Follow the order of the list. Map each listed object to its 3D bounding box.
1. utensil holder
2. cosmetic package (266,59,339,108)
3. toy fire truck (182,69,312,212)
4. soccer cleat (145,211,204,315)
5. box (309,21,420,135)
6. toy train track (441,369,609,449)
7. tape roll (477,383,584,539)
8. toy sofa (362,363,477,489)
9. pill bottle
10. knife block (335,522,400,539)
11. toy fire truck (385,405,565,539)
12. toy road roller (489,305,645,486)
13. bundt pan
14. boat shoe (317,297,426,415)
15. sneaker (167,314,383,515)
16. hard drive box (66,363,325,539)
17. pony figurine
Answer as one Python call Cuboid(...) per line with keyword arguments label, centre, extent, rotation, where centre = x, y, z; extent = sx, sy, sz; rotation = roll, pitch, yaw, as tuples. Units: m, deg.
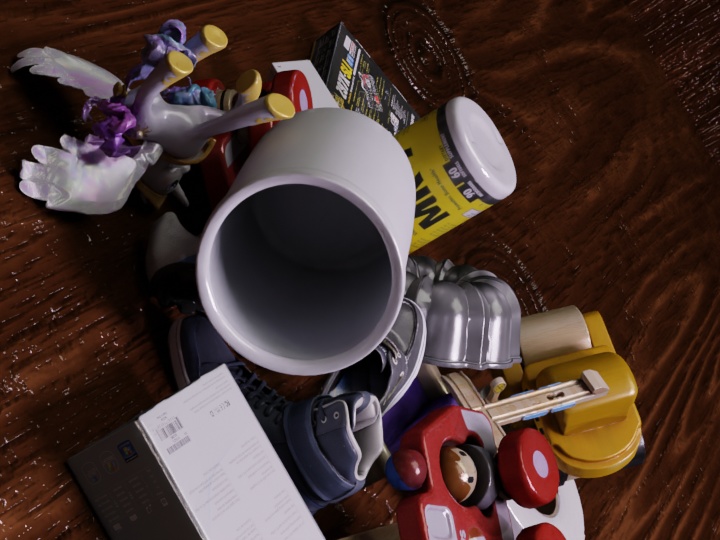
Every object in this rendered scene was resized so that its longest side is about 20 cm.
Cuboid(label="utensil holder", centre=(-0.039, -0.033, 1.446), extent=(0.171, 0.169, 0.200), rotation=(53, 18, -15))
Cuboid(label="cosmetic package", centre=(-0.038, -0.113, 1.725), extent=(0.050, 0.083, 0.201), rotation=(-10, 51, -28))
Cuboid(label="toy fire truck", centre=(-0.104, -0.091, 1.640), extent=(0.200, 0.111, 0.170), rotation=(-61, 144, -64))
Cuboid(label="soccer cleat", centre=(-0.111, 0.012, 1.529), extent=(0.199, 0.069, 0.087), rotation=(34, 35, -44))
Cuboid(label="box", centre=(-0.001, -0.169, 1.971), extent=(0.160, 0.049, 0.201), rotation=(46, 28, -24))
Cuboid(label="toy train track", centre=(0.150, 0.120, 1.609), extent=(0.198, 0.033, 0.115), rotation=(-12, 51, -29))
Cuboid(label="tape roll", centre=(0.153, 0.223, 1.813), extent=(0.202, 0.070, 0.204), rotation=(45, 28, -32))
Cuboid(label="toy sofa", centre=(0.034, 0.130, 1.651), extent=(0.083, 0.097, 0.200), rotation=(59, 25, -2))
Cuboid(label="pill bottle", centre=(0.051, -0.083, 1.793), extent=(0.114, 0.199, 0.115), rotation=(44, 28, -31))
Cuboid(label="knife block", centre=(0.015, 0.253, 1.521), extent=(0.200, 0.064, 0.177), rotation=(46, 27, -28))
Cuboid(label="toy fire truck", centre=(0.087, 0.211, 1.456), extent=(0.167, 0.111, 0.202), rotation=(17, 58, -53))
Cuboid(label="toy road roller", centre=(0.215, 0.114, 1.753), extent=(0.147, 0.121, 0.202), rotation=(95, -21, -59))
Cuboid(label="bundt pan", centre=(0.067, 0.033, 1.700), extent=(0.201, 0.200, 0.077), rotation=(-16, 118, -65))
Cuboid(label="boat shoe", centre=(0.005, 0.090, 1.532), extent=(0.069, 0.067, 0.200), rotation=(31, 56, 9))
Cuboid(label="sneaker", centre=(-0.065, 0.104, 1.430), extent=(0.204, 0.145, 0.077), rotation=(62, 27, 8))
Cuboid(label="hard drive box", centre=(-0.112, 0.192, 1.322), extent=(0.201, 0.076, 0.156), rotation=(60, 24, 0))
Cuboid(label="pony figurine", centre=(-0.181, -0.124, 1.442), extent=(0.192, 0.200, 0.168), rotation=(20, 51, -33))
